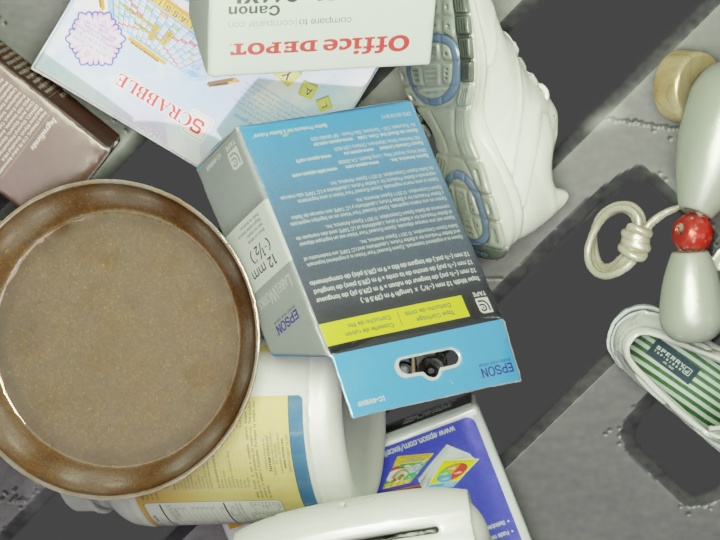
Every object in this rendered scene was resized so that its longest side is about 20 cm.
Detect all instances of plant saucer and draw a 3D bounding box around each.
[{"bbox_3d":[-0.157,0.043,1.588,0.200,0.034,0.201,0,91,11],"label":"plant saucer"}]

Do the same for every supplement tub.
[{"bbox_3d":[-0.094,0.096,1.667,0.199,0.145,0.145,-2,103,14],"label":"supplement tub"}]

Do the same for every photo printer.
[{"bbox_3d":[0.006,0.194,1.624,0.166,0.200,0.070,-10,72,3],"label":"photo printer"}]

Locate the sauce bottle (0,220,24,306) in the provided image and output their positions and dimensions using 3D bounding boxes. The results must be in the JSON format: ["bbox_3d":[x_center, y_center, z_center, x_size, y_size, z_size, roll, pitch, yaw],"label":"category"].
[{"bbox_3d":[-0.234,0.000,1.651,0.200,0.065,0.065,-1,107,-40],"label":"sauce bottle"}]

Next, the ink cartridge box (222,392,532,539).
[{"bbox_3d":[0.024,0.210,1.749,0.197,0.047,0.200,-20,103,5],"label":"ink cartridge box"}]

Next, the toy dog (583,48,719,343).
[{"bbox_3d":[0.244,-0.057,1.656,0.096,0.132,0.200,7,112,-39],"label":"toy dog"}]

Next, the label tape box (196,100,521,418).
[{"bbox_3d":[0.000,0.000,1.593,0.066,0.143,0.200,-38,69,50],"label":"label tape box"}]

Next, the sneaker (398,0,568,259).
[{"bbox_3d":[0.083,-0.111,1.658,0.087,0.074,0.200,-27,116,-33],"label":"sneaker"}]

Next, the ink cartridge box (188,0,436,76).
[{"bbox_3d":[-0.026,-0.223,1.522,0.145,0.083,0.200,-5,126,-11],"label":"ink cartridge box"}]

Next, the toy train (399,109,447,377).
[{"bbox_3d":[0.031,-0.009,1.703,0.046,0.034,0.201,-3,102,6],"label":"toy train"}]

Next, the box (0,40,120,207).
[{"bbox_3d":[-0.257,-0.118,1.654,0.200,0.100,0.075,37,95,-5],"label":"box"}]

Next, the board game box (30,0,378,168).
[{"bbox_3d":[-0.082,-0.168,1.667,0.200,0.041,0.200,32,101,-5],"label":"board game box"}]

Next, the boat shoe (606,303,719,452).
[{"bbox_3d":[0.252,0.096,1.701,0.200,0.067,0.074,28,103,-4],"label":"boat shoe"}]
